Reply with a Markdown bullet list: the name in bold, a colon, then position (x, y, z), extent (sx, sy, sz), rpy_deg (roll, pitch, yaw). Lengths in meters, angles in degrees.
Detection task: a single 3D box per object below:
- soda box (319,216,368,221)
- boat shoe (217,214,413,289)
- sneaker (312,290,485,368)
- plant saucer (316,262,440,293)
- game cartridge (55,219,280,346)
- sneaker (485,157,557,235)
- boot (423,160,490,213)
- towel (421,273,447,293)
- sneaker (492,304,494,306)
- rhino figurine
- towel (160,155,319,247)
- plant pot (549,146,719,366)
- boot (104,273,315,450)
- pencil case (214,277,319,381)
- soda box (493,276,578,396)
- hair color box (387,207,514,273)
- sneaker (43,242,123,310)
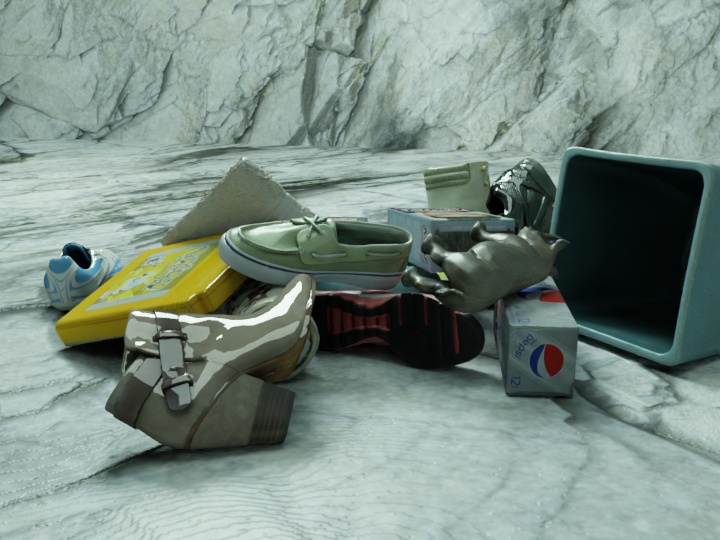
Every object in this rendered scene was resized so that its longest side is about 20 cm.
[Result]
- **soda box**: position (-0.088, -0.045, 1.275), extent (0.198, 0.064, 0.071), rpy_deg (1, 14, 2)
- **boat shoe**: position (-0.042, -0.027, 0.860), extent (0.198, 0.062, 0.072), rpy_deg (4, 38, -24)
- **sneaker**: position (0.040, 0.046, 0.885), extent (0.199, 0.074, 0.087), rpy_deg (8, 14, 28)
- **plant saucer**: position (0.000, 0.000, 1.038), extent (0.198, 0.028, 0.200), rpy_deg (1, 8, 0)
- **game cartridge**: position (-0.198, 0.010, 0.909), extent (0.199, 0.033, 0.176), rpy_deg (-13, 22, 31)
- **sneaker**: position (0.235, -0.042, 1.126), extent (0.114, 0.200, 0.076), rpy_deg (-32, -8, -21)
- **boot**: position (0.185, -0.076, 1.198), extent (0.198, 0.156, 0.072), rpy_deg (-1, -5, -2)
- **towel**: position (0.038, 0.024, 1.083), extent (0.142, 0.023, 0.200), rpy_deg (4, 14, 16)
- **sneaker**: position (0.232, 0.002, 1.077), extent (0.198, 0.076, 0.092), rpy_deg (1, 9, -1)
- **rhino figurine**: position (0.139, -0.008, 0.848), extent (0.199, 0.060, 0.087), rpy_deg (-17, 36, -40)
- **towel**: position (-0.137, -0.038, 0.987), extent (0.200, 0.132, 0.035), rpy_deg (-35, 22, 43)
- **plant pot**: position (0.344, -0.020, 0.937), extent (0.199, 0.198, 0.196), rpy_deg (1, 11, -33)
- **boot**: position (-0.120, 0.060, 0.709), extent (0.145, 0.071, 0.201), rpy_deg (15, 40, -6)
- **pencil case**: position (-0.104, 0.046, 0.873), extent (0.089, 0.078, 0.200), rpy_deg (-23, 19, -11)
- **soda box**: position (0.170, 0.057, 0.856), extent (0.063, 0.069, 0.200), rpy_deg (2, 13, 5)
- **hair color box**: position (0.102, -0.040, 1.021), extent (0.098, 0.061, 0.200), rpy_deg (-2, 9, -12)
- **sneaker**: position (-0.349, -0.006, 1.095), extent (0.071, 0.073, 0.200), rpy_deg (-2, 13, -3)
